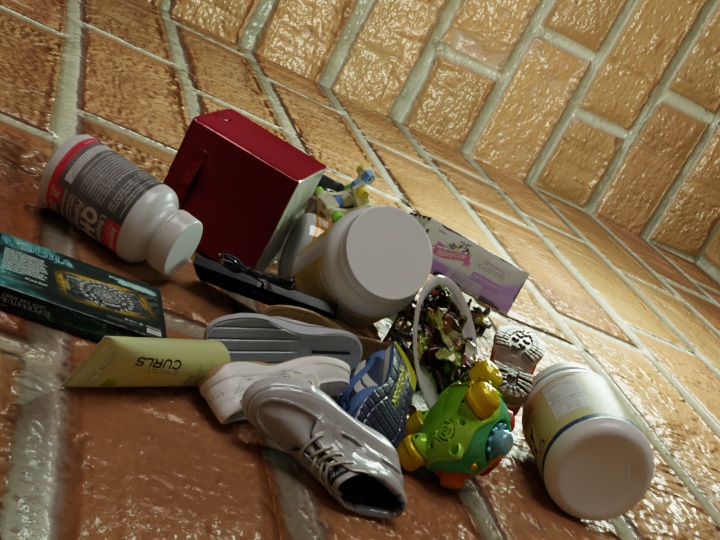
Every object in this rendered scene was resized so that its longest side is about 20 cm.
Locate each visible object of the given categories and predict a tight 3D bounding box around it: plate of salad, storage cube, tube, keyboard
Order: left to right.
[{"bbox_3d":[-0.214,0.096,1.117,0.051,0.059,0.199,9,-1,32],"label":"tube"},{"bbox_3d":[-0.178,-0.118,1.605,0.179,0.172,0.200,31,16,5],"label":"storage cube"},{"bbox_3d":[-0.124,0.019,1.403,0.198,0.021,0.127,19,-18,3],"label":"keyboard"},{"bbox_3d":[0.123,0.105,1.427,0.048,0.203,0.199,-6,-2,30],"label":"plate of salad"}]

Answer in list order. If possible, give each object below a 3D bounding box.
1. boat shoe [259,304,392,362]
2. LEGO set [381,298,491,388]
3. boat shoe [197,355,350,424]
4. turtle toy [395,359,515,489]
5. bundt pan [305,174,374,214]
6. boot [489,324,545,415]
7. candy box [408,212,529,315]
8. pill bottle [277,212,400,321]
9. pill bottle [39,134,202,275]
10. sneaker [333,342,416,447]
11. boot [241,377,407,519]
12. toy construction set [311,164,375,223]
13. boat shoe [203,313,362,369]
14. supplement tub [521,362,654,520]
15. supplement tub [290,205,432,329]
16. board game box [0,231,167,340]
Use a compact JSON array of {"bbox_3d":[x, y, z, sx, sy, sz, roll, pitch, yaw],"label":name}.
[{"bbox_3d":[-0.047,0.097,1.395,0.198,0.075,0.069,23,-6,-17],"label":"boat shoe"},{"bbox_3d":[0.132,0.101,1.569,0.198,0.117,0.154,20,19,-27],"label":"LEGO set"},{"bbox_3d":[-0.086,0.141,1.196,0.198,0.071,0.070,-1,55,-40],"label":"boat shoe"},{"bbox_3d":[0.129,0.190,1.307,0.101,0.145,0.200,50,17,-4],"label":"turtle toy"},{"bbox_3d":[-0.064,-0.106,1.925,0.200,0.076,0.202,26,18,-9],"label":"bundt pan"},{"bbox_3d":[0.200,0.154,1.508,0.074,0.108,0.200,23,32,8],"label":"boot"},{"bbox_3d":[0.143,-0.013,1.618,0.167,0.072,0.200,29,1,-8],"label":"candy box"},{"bbox_3d":[-0.016,0.001,1.627,0.198,0.113,0.112,23,17,-16],"label":"pill bottle"},{"bbox_3d":[-0.305,-0.080,1.395,0.199,0.112,0.111,33,17,12],"label":"pill bottle"},{"bbox_3d":[0.009,0.163,1.280,0.075,0.082,0.200,62,24,-15],"label":"sneaker"},{"bbox_3d":[-0.031,0.186,1.118,0.199,0.074,0.096,30,16,-24],"label":"boot"},{"bbox_3d":[-0.028,-0.061,1.719,0.130,0.202,0.092,-24,39,-22],"label":"toy construction set"},{"bbox_3d":[-0.098,0.094,1.306,0.198,0.075,0.067,12,-1,-22],"label":"boat shoe"},{"bbox_3d":[0.295,0.221,1.442,0.143,0.145,0.200,25,17,-13],"label":"supplement tub"},{"bbox_3d":[0.000,0.000,1.460,0.144,0.147,0.200,24,-21,-16],"label":"supplement tub"},{"bbox_3d":[-0.314,0.028,1.207,0.198,0.028,0.136,22,18,-22],"label":"board game box"}]
